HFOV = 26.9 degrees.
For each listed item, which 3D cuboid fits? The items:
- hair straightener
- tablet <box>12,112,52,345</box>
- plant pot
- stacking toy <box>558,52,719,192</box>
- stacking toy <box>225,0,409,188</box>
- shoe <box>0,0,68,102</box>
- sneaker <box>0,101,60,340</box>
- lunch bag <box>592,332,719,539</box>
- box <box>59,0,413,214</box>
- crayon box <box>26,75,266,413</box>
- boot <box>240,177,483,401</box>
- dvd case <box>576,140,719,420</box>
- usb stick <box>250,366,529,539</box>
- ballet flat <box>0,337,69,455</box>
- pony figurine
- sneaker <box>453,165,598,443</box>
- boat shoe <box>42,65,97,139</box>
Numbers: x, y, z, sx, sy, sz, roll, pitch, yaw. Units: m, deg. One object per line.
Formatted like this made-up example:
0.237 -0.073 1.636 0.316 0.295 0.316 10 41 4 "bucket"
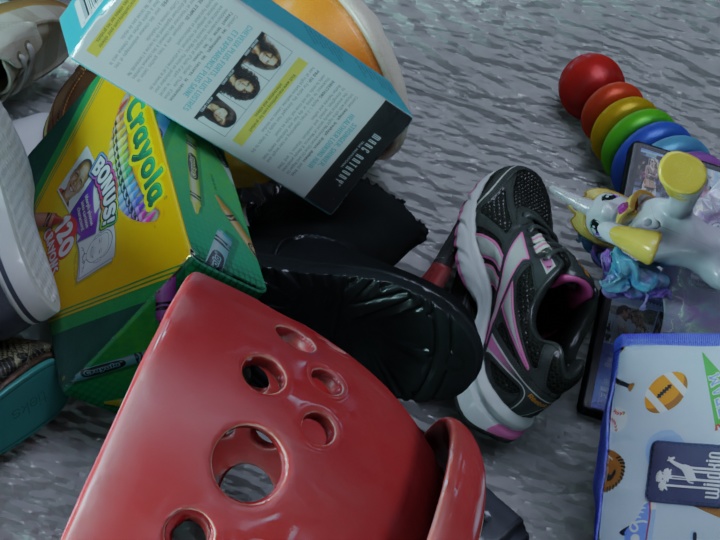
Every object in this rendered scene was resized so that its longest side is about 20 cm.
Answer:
0.073 0.019 1.019 0.077 0.041 0.201 44 36 -12 "hair straightener"
-0.198 -0.025 0.970 0.129 0.014 0.200 -25 59 -37 "tablet"
-0.046 0.126 0.744 0.181 0.201 0.201 24 42 -6 "plant pot"
0.209 -0.099 1.153 0.084 0.086 0.201 -6 44 -25 "stacking toy"
-0.079 -0.106 1.039 0.199 0.147 0.146 -31 60 -19 "stacking toy"
-0.265 -0.122 1.005 0.199 0.070 0.053 -32 60 -31 "shoe"
-0.235 -0.037 0.882 0.079 0.079 0.201 -26 46 4 "sneaker"
0.230 0.132 0.855 0.197 0.124 0.172 11 71 -5 "lunch bag"
-0.069 -0.117 0.875 0.199 0.082 0.049 30 21 -35 "box"
-0.132 -0.029 0.887 0.058 0.119 0.201 27 29 -39 "crayon box"
0.000 0.001 0.935 0.196 0.074 0.162 14 26 16 "boot"
0.232 0.021 1.018 0.141 0.018 0.202 16 69 -3 "dvd case"
0.015 0.107 0.900 0.200 0.033 0.055 41 46 20 "usb stick"
-0.238 0.096 0.806 0.075 0.069 0.200 12 33 24 "ballet flat"
0.220 -0.012 0.923 0.191 0.168 0.200 23 -1 -7 "pony figurine"
0.116 0.011 0.965 0.080 0.086 0.202 28 46 -32 "sneaker"
-0.162 -0.141 1.053 0.071 0.068 0.201 24 40 3 "boat shoe"
